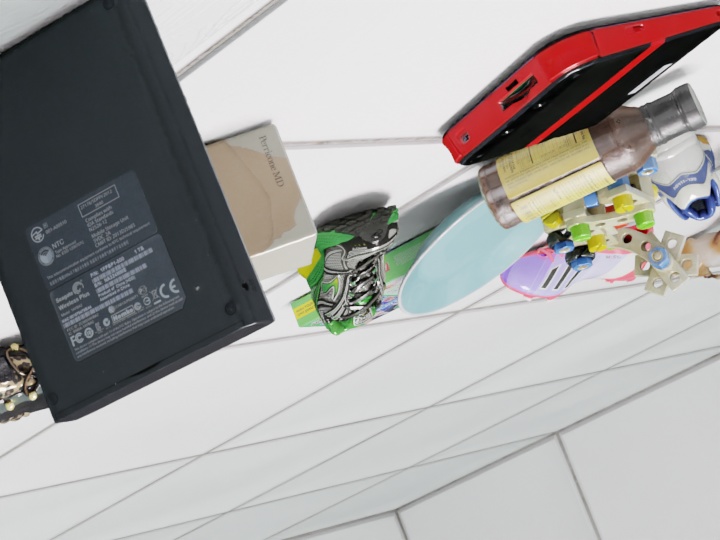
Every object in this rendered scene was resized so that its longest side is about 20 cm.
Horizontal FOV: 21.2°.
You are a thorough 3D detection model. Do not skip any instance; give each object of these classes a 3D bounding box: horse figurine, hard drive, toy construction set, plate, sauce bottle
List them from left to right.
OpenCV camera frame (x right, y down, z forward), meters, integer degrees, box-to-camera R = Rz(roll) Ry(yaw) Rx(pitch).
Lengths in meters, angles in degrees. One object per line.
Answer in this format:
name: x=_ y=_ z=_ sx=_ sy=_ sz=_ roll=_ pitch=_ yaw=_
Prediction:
hard drive: x=-0.144 y=-0.036 z=1.051 sx=0.139 sy=0.200 sz=0.033 roll=-26 pitch=170 yaw=23
plate: x=0.111 y=-0.032 z=1.817 sx=0.200 sy=0.026 sz=0.200 roll=-32 pitch=158 yaw=-15
sauce bottle: x=0.202 y=-0.101 z=1.669 sx=0.200 sy=0.065 sz=0.065 roll=-23 pitch=168 yaw=16
toy construction set: x=0.240 y=-0.047 z=1.800 sx=0.131 sy=0.092 sz=0.200 roll=-19 pitch=145 yaw=17
horse figurine: x=0.460 y=-0.028 z=2.436 sx=0.132 sy=0.050 sz=0.200 roll=5 pitch=160 yaw=-38

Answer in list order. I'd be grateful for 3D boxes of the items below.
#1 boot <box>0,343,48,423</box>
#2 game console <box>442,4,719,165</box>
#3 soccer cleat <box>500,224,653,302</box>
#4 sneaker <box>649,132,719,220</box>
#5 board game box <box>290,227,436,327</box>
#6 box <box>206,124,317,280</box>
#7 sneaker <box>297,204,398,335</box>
boot: x=-0.248 y=0.073 z=1.658 sx=0.150 sy=0.073 sz=0.200 roll=-17 pitch=173 yaw=-17
game console: x=0.172 y=-0.147 z=1.522 sx=0.177 sy=0.031 sz=0.200 roll=-20 pitch=169 yaw=-33
soccer cleat: x=0.241 y=-0.016 z=2.142 sx=0.200 sy=0.067 sz=0.077 roll=-7 pitch=131 yaw=-32
sneaker: x=0.315 y=-0.084 z=1.881 sx=0.075 sy=0.088 sz=0.200 roll=-27 pitch=168 yaw=15
board game box: x=0.045 y=0.005 z=1.948 sx=0.200 sy=0.029 sz=0.135 roll=-27 pitch=166 yaw=26
box: x=-0.139 y=-0.023 z=1.368 sx=0.200 sy=0.095 sz=0.078 roll=-21 pitch=167 yaw=-10
sneaker: x=0.000 y=0.000 z=1.718 sx=0.078 sy=0.085 sz=0.200 roll=-18 pitch=167 yaw=-14
